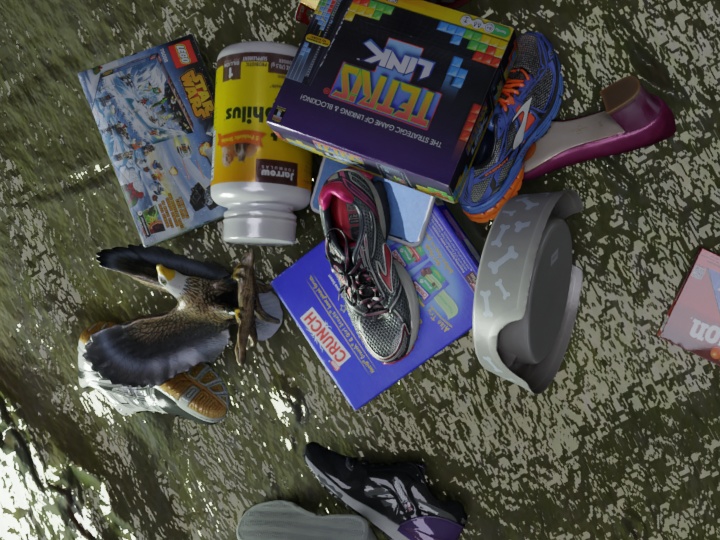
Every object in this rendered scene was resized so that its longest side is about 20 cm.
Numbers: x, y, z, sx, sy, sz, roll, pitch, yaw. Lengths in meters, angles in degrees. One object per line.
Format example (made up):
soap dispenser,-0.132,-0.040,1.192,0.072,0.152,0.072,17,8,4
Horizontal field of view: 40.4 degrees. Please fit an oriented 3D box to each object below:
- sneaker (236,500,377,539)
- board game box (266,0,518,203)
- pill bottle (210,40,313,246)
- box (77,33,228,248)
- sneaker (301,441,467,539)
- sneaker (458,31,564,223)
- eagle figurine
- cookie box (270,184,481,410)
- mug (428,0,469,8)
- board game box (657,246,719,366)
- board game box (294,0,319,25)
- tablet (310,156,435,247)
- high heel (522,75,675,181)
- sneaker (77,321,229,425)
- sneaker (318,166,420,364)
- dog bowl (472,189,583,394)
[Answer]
sneaker,-0.047,0.328,1.117,0.198,0.074,0.116,-1,134,40
board game box,0.031,-0.178,0.945,0.197,0.057,0.168,21,81,17
pill bottle,-0.103,-0.131,1.037,0.107,0.109,0.204,1,86,13
box,-0.213,-0.143,1.087,0.135,0.040,0.203,-21,92,-12
sneaker,0.029,0.241,1.102,0.199,0.076,0.088,36,85,6
sneaker,0.142,-0.151,0.978,0.075,0.078,0.203,11,76,45
eagle figurine,-0.197,0.036,1.084,0.197,0.152,0.153,-11,112,27
cookie box,0.030,0.020,1.058,0.199,0.075,0.172,-36,86,14
mug,0.081,-0.336,0.936,0.175,0.200,0.136,-11,94,15
board game box,0.419,0.065,1.000,0.198,0.019,0.104,25,103,9
board game box,-0.009,-0.345,1.011,0.030,0.095,0.202,29,103,7
tablet,0.032,-0.138,1.001,0.128,0.014,0.203,19,98,15
high heel,0.224,-0.126,1.015,0.199,0.095,0.068,-32,48,28
sneaker,-0.245,0.137,1.152,0.198,0.076,0.089,26,117,13
sneaker,0.000,0.000,0.980,0.079,0.075,0.203,-14,99,23
dog bowl,0.168,0.017,0.970,0.058,0.199,0.204,10,100,25
